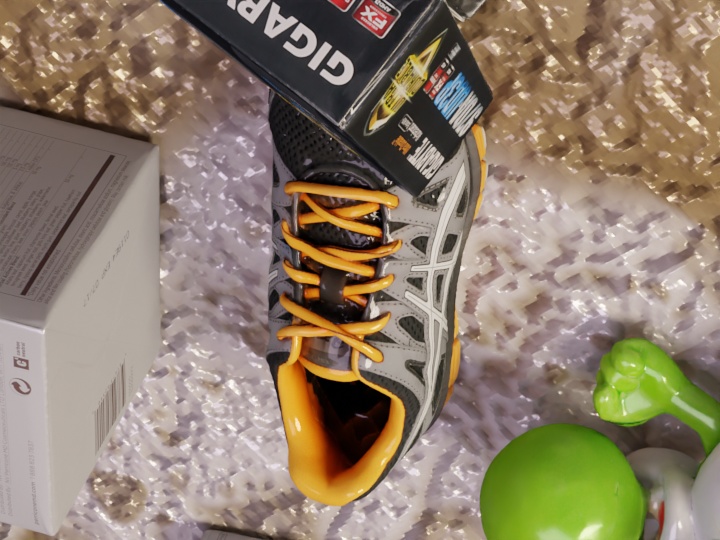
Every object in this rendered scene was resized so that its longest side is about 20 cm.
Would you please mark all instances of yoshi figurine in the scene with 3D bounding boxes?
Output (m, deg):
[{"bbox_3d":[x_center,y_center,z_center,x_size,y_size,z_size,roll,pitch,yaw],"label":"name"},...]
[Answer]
[{"bbox_3d":[0.121,0.079,0.875,0.200,0.112,0.112,-26,103,40],"label":"yoshi figurine"}]

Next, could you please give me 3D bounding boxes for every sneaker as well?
[{"bbox_3d":[0.000,0.000,0.869,0.078,0.077,0.200,8,130,19],"label":"sneaker"}]

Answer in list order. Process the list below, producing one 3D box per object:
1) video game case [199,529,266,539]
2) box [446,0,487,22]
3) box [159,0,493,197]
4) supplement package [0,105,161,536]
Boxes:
[{"bbox_3d":[0.022,0.204,1.078,0.182,0.022,0.200,9,132,15],"label":"video game case"},{"bbox_3d":[0.003,-0.191,0.667,0.200,0.049,0.160,37,99,-12],"label":"box"},{"bbox_3d":[-0.041,-0.094,0.713,0.159,0.200,0.046,38,92,7],"label":"box"},{"bbox_3d":[-0.187,0.001,0.923,0.200,0.114,0.110,15,133,12],"label":"supplement package"}]
